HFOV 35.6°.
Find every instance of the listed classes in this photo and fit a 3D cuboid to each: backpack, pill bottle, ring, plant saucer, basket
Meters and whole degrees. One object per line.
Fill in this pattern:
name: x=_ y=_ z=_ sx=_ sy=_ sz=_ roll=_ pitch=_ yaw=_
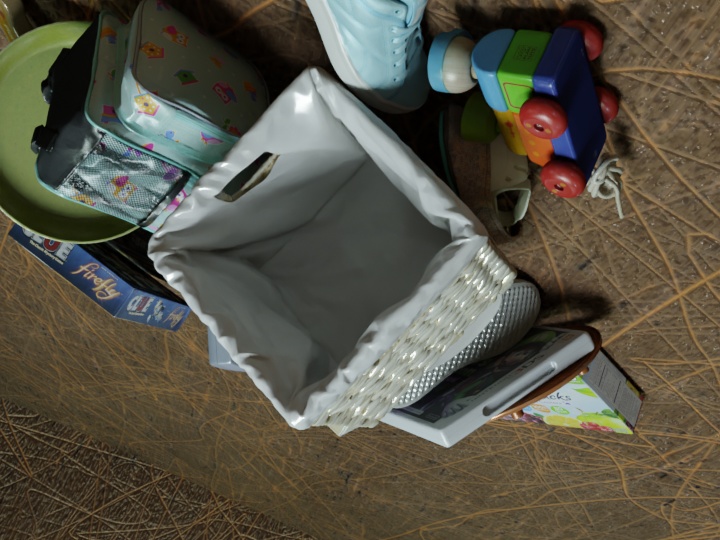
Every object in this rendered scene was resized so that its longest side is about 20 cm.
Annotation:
backpack: x=-0.156 y=-0.117 z=0.958 sx=0.153 sy=0.177 sz=0.199 roll=-36 pitch=128 yaw=24
pill bottle: x=0.026 y=-0.017 z=1.005 sx=0.200 sy=0.112 sz=0.113 roll=49 pitch=165 yaw=21
ring: x=0.157 y=0.112 z=1.146 sx=0.200 sy=0.200 sz=0.019 roll=-13 pitch=108 yaw=55
plant saucer: x=-0.258 y=-0.127 z=1.035 sx=0.199 sy=0.201 sz=0.031 roll=33 pitch=176 yaw=-22
basket: x=-0.017 y=-0.009 z=0.871 sx=0.200 sy=0.198 sz=0.161 roll=46 pitch=-173 yaw=21

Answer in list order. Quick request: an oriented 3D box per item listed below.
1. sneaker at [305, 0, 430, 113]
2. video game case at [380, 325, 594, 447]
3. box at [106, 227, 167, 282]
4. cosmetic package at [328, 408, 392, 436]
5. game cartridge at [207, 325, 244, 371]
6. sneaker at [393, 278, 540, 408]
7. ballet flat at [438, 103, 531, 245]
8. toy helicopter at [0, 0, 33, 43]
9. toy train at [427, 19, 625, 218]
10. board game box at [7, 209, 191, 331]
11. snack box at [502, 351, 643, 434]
sneaker: x=0.018 y=-0.180 z=0.786 sx=0.081 sy=0.074 sz=0.200 roll=11 pitch=155 yaw=35
video game case: x=0.117 y=0.109 z=1.144 sx=0.024 sy=0.181 sz=0.200 roll=62 pitch=163 yaw=-9
box: x=-0.248 y=-0.063 z=1.197 sx=0.199 sy=0.048 sz=0.159 roll=22 pitch=153 yaw=42
cosmetic package: x=-0.048 y=0.051 z=1.033 sx=0.200 sy=0.071 sz=0.105 roll=40 pitch=-156 yaw=18
game cartridge: x=-0.102 y=0.037 z=1.185 sx=0.040 sy=0.135 sz=0.200 roll=-5 pitch=-178 yaw=25
sneaker: x=0.080 y=0.053 z=1.153 sx=0.114 sy=0.199 sz=0.073 roll=39 pitch=153 yaw=60
ballet flat: x=0.109 y=-0.080 z=0.945 sx=0.066 sy=0.069 sz=0.200 roll=-2 pitch=157 yaw=11
toy helicopter: x=-0.303 y=-0.190 z=1.074 sx=0.132 sy=0.079 sz=0.201 roll=24 pitch=148 yaw=41
toy train: x=0.127 y=-0.102 z=0.839 sx=0.115 sy=0.085 sz=0.200 roll=16 pitch=156 yaw=30
board game box: x=-0.257 y=0.004 z=1.137 sx=0.135 sy=0.035 sz=0.200 roll=36 pitch=178 yaw=9
snack box: x=0.205 y=0.126 z=1.293 sx=0.199 sy=0.053 sz=0.142 roll=-1 pitch=145 yaw=46
